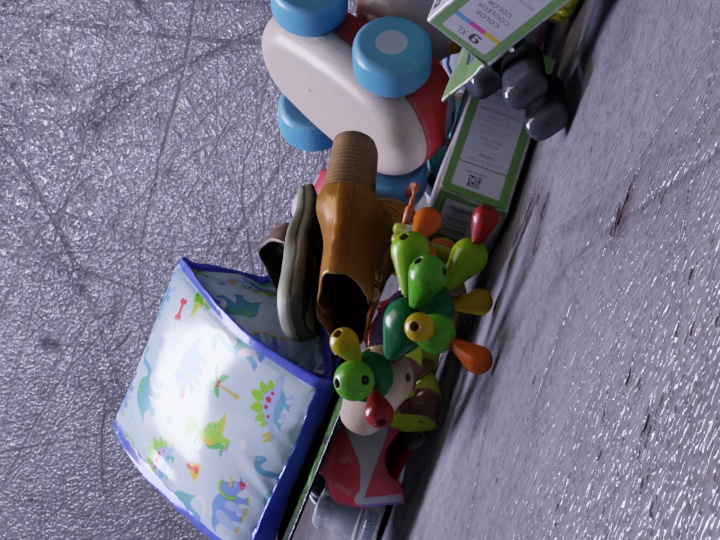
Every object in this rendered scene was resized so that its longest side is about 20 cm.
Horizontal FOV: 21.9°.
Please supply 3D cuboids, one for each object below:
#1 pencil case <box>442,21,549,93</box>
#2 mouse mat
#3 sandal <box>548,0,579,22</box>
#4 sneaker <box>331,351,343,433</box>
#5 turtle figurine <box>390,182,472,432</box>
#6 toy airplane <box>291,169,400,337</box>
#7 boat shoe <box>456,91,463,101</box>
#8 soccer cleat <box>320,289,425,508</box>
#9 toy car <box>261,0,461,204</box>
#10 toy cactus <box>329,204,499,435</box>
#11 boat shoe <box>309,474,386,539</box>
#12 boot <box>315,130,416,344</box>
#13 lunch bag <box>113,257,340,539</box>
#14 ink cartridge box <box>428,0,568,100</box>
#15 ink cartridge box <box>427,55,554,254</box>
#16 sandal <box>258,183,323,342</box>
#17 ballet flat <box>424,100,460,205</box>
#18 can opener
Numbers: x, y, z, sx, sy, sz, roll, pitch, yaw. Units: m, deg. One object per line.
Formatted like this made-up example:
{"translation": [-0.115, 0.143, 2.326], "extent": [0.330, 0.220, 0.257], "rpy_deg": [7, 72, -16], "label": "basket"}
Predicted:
{"translation": [0.131, -0.242, 1.651], "extent": [0.091, 0.083, 0.200], "rpy_deg": [77, -156, -44], "label": "pencil case"}
{"translation": [-0.036, 0.141, 1.448], "extent": [0.200, 0.008, 0.161], "rpy_deg": [-84, 15, -81], "label": "mouse mat"}
{"translation": [0.146, -0.257, 1.425], "extent": [0.200, 0.087, 0.080], "rpy_deg": [109, 178, -69], "label": "sandal"}
{"translation": [-0.038, 0.123, 1.608], "extent": [0.096, 0.079, 0.200], "rpy_deg": [-42, 25, -11], "label": "sneaker"}
{"translation": [0.053, 0.039, 1.421], "extent": [0.200, 0.064, 0.161], "rpy_deg": [78, -156, -59], "label": "turtle figurine"}
{"translation": [0.003, -0.037, 1.714], "extent": [0.200, 0.141, 0.199], "rpy_deg": [-36, -39, -46], "label": "toy airplane"}
{"translation": [0.108, -0.158, 1.813], "extent": [0.068, 0.072, 0.200], "rpy_deg": [-66, 6, -20], "label": "boat shoe"}
{"translation": [0.027, 0.103, 1.486], "extent": [0.067, 0.076, 0.200], "rpy_deg": [70, -146, -47], "label": "soccer cleat"}
{"translation": [0.041, -0.189, 1.524], "extent": [0.200, 0.177, 0.184], "rpy_deg": [-41, -25, -23], "label": "toy car"}
{"translation": [0.035, 0.052, 1.280], "extent": [0.165, 0.102, 0.200], "rpy_deg": [-65, -2, 41], "label": "toy cactus"}
{"translation": [-0.012, 0.186, 1.645], "extent": [0.201, 0.071, 0.070], "rpy_deg": [-83, 12, -79], "label": "boat shoe"}
{"translation": [0.001, 0.000, 1.463], "extent": [0.201, 0.071, 0.144], "rpy_deg": [67, -154, -58], "label": "boot"}
{"translation": [-0.093, 0.110, 1.479], "extent": [0.200, 0.127, 0.170], "rpy_deg": [47, 121, 54], "label": "lunch bag"}
{"translation": [0.106, -0.213, 1.281], "extent": [0.200, 0.059, 0.104], "rpy_deg": [-37, 25, 47], "label": "ink cartridge box"}
{"translation": [0.106, -0.115, 1.487], "extent": [0.104, 0.059, 0.200], "rpy_deg": [111, 178, -63], "label": "ink cartridge box"}
{"translation": [-0.055, -0.009, 1.478], "extent": [0.201, 0.057, 0.080], "rpy_deg": [-75, -31, -65], "label": "sandal"}
{"translation": [0.089, -0.086, 1.639], "extent": [0.200, 0.073, 0.073], "rpy_deg": [-75, 5, -64], "label": "ballet flat"}
{"translation": [0.110, -0.128, 1.344], "extent": [0.067, 0.053, 0.200], "rpy_deg": [-34, 12, 13], "label": "can opener"}
